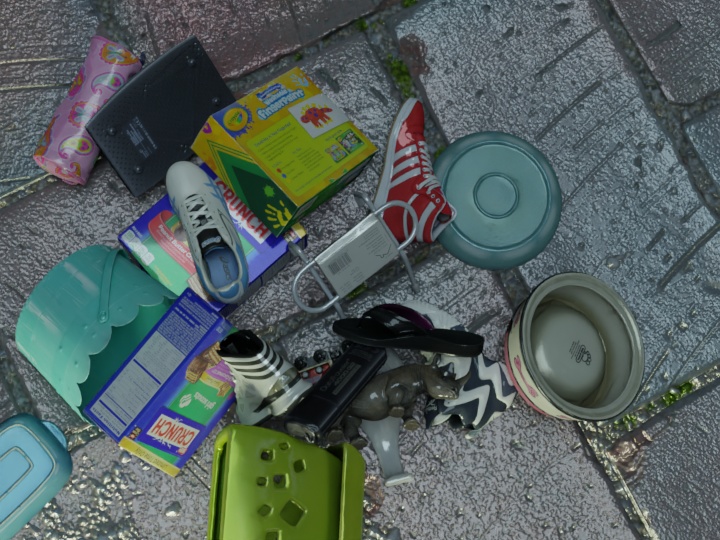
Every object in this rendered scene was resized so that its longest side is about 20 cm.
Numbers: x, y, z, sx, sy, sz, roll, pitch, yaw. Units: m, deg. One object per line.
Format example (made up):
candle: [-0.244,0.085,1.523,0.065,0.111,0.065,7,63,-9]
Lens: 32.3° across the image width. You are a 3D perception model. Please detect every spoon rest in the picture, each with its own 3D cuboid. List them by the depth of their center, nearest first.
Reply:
spoon rest: [0.026,0.194,1.663,0.098,0.061,0.202,-11,67,-7]

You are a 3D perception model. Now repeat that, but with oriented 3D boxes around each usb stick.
usb stick: [-0.029,0.148,1.546,0.055,0.033,0.200,16,35,21]

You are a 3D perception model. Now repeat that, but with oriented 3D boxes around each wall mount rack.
wall mount rack: [0.000,0.000,1.652,0.199,0.074,0.175,-37,107,-10]

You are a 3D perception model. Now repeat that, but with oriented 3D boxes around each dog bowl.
dog bowl: [0.278,0.108,1.657,0.198,0.074,0.203,9,69,-25]

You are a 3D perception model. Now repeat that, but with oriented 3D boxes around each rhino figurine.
rhino figurine: [0.047,0.160,1.595,0.198,0.060,0.088,-20,42,6]

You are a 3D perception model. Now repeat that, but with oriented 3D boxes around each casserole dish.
casserole dish: [-0.467,0.275,1.609,0.200,0.039,0.121,-44,84,-10]

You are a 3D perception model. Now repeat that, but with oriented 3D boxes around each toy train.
toy train: [-0.064,0.134,1.654,0.198,0.034,0.046,-19,80,5]

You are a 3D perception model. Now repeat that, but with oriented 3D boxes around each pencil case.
pencil case: [-0.368,-0.218,1.693,0.087,0.087,0.202,24,77,1]

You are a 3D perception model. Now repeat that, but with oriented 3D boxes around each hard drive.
hard drive: [-0.271,-0.211,1.682,0.200,0.042,0.136,-45,123,-19]

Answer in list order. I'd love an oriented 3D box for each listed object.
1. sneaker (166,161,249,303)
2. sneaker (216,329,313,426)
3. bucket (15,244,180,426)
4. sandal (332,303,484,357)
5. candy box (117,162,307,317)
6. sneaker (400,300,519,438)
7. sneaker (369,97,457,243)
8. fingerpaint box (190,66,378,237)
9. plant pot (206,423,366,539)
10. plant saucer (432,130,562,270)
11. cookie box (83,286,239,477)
sneaker: [-0.196,-0.054,1.601,0.071,0.073,0.202,-23,81,-8]
sneaker: [-0.133,0.127,1.552,0.076,0.200,0.116,-40,93,-25]
bucket: [-0.326,0.076,1.575,0.134,0.208,0.208,38,78,18]
sandal: [0.063,0.071,1.609,0.198,0.075,0.049,7,106,8]
candy box: [-0.195,-0.040,1.673,0.200,0.077,0.169,-42,84,-12]
sneaker: [0.105,0.142,1.659,0.199,0.079,0.130,42,70,-6]
sneaker: [0.087,-0.133,1.702,0.111,0.071,0.203,11,85,22]
fingerpaint box: [-0.099,-0.162,1.659,0.167,0.073,0.200,45,43,4]
plant pot: [-0.095,0.303,1.558,0.179,0.199,0.203,5,78,-10]
plant saucer: [0.188,-0.102,1.743,0.197,0.027,0.203,1,78,-4]
cookie box: [-0.229,0.145,1.576,0.075,0.171,0.201,36,82,26]
